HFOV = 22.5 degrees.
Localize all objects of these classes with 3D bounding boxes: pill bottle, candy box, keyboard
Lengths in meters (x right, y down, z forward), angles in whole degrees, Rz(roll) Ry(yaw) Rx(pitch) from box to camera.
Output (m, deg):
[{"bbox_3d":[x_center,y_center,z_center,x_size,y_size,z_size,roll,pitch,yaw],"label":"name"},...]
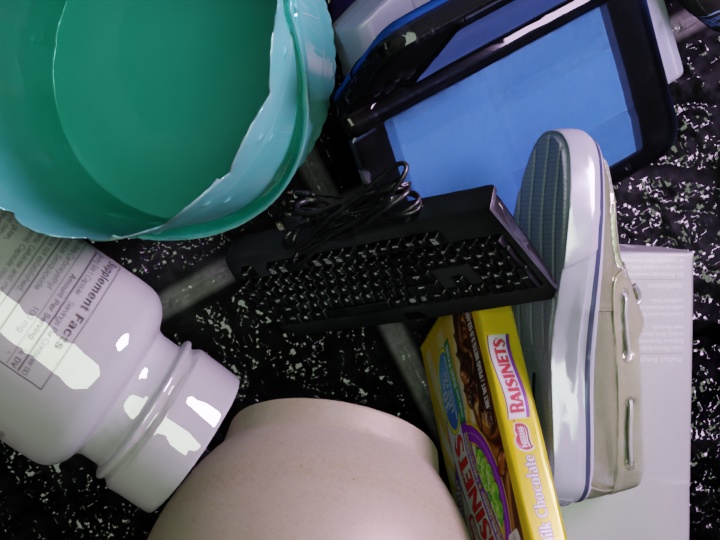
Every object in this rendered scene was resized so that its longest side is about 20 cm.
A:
[{"bbox_3d":[-0.170,0.038,0.977,0.199,0.114,0.115,36,86,-8],"label":"pill bottle"},{"bbox_3d":[0.074,0.111,0.982,0.026,0.102,0.202,-4,64,-15],"label":"candy box"},{"bbox_3d":[0.000,0.000,0.960,0.104,0.199,0.040,52,48,-27],"label":"keyboard"}]

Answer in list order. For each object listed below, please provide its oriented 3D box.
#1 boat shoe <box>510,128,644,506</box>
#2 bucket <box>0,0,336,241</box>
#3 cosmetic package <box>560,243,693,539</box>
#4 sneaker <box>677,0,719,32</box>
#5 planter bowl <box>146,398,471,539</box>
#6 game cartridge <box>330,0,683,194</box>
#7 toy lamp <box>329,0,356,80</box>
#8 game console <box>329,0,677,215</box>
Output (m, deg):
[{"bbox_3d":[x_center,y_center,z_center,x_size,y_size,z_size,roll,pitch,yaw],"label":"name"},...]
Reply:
[{"bbox_3d":[0.120,0.025,0.970,0.061,0.072,0.202,-2,99,-21],"label":"boat shoe"},{"bbox_3d":[-0.115,-0.111,0.941,0.205,0.135,0.210,0,91,19],"label":"bucket"},{"bbox_3d":[0.131,0.086,1.040,0.106,0.090,0.202,2,94,-8],"label":"cosmetic package"},{"bbox_3d":[0.232,-0.235,1.061,0.078,0.070,0.201,43,70,-42],"label":"sneaker"},{"bbox_3d":[-0.024,0.152,0.977,0.198,0.200,0.136,13,63,-9],"label":"planter bowl"},{"bbox_3d":[0.085,-0.132,1.020,0.199,0.040,0.134,-29,110,-18],"label":"game cartridge"},{"bbox_3d":[0.012,-0.207,1.029,0.058,0.058,0.202,1,90,-9],"label":"toy lamp"},{"bbox_3d":[0.098,-0.094,0.954,0.199,0.171,0.119,-30,87,-17],"label":"game console"}]
